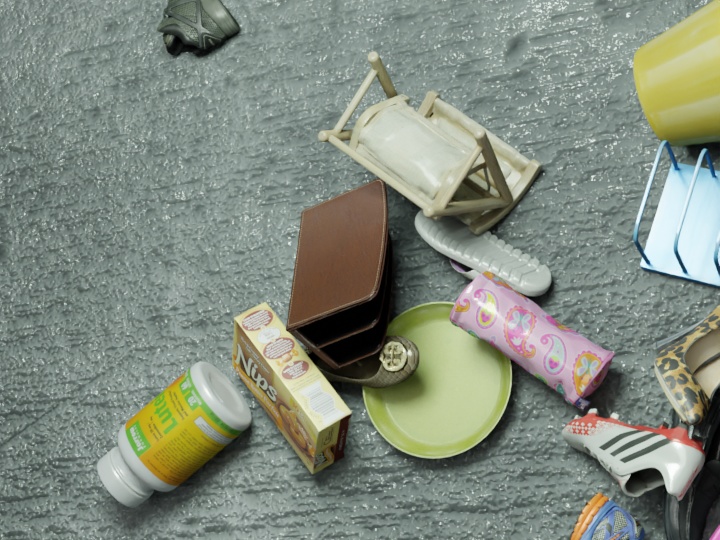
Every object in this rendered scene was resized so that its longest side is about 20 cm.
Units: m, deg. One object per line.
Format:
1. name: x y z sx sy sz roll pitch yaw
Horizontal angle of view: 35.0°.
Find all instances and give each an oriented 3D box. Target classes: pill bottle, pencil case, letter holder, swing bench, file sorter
1. pill bottle: -0.254 0.225 1.535 0.200 0.111 0.111 -40 64 8
2. pencil case: 0.206 0.084 1.378 0.200 0.087 0.087 35 90 14
3. letter holder: 0.000 0.000 1.446 0.142 0.101 0.200 -23 43 29
4. swing bench: 0.092 -0.152 1.457 0.199 0.200 0.130 39 101 28
5. file sorter: 0.432 -0.057 1.319 0.200 0.123 0.139 16 82 26

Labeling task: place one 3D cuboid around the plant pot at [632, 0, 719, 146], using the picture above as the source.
1. plant pot: 0.434 -0.233 1.341 0.189 0.201 0.201 -18 68 34

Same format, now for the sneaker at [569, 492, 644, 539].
1. sneaker: 0.261 0.358 1.300 0.078 0.075 0.200 21 85 23

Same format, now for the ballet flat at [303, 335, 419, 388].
1. ballet flat: -0.010 0.114 1.468 0.200 0.046 0.068 -3 72 42

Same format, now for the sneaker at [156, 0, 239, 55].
1. sneaker: -0.280 -0.409 1.752 0.114 0.076 0.200 -36 69 3

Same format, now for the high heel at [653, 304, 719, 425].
1. high heel: 0.400 0.095 1.261 0.142 0.200 0.071 -28 105 18

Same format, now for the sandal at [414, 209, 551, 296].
1. sandal: 0.149 -0.015 1.466 0.203 0.082 0.050 34 133 26

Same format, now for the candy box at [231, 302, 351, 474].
1. candy box: -0.093 0.152 1.483 0.055 0.116 0.200 -26 60 -25

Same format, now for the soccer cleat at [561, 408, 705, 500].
1. soccer cleat: 0.297 0.211 1.290 0.200 0.069 0.085 -1 57 53

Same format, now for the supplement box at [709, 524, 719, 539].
1. supplement box: 0.396 0.332 1.176 0.103 0.200 0.101 34 90 28

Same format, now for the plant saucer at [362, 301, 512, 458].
1. plant saucer: 0.100 0.140 1.455 0.200 0.031 0.200 -7 73 22

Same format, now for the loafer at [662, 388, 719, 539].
1. loafer: 0.384 0.227 1.286 0.070 0.068 0.201 1 72 33
